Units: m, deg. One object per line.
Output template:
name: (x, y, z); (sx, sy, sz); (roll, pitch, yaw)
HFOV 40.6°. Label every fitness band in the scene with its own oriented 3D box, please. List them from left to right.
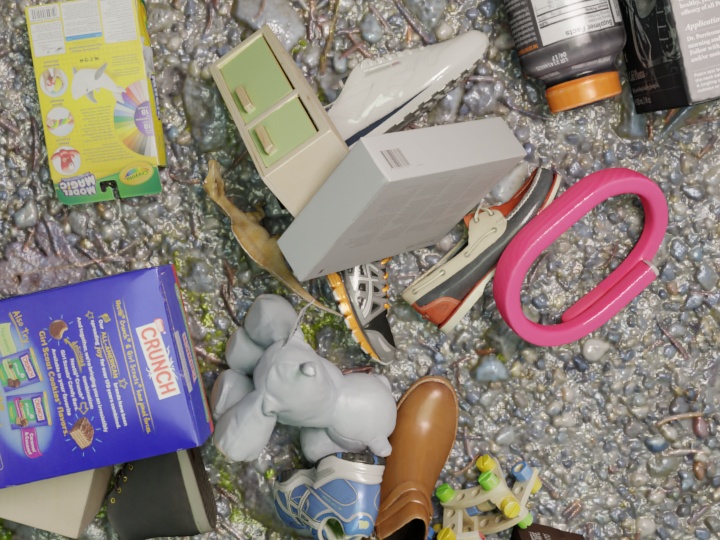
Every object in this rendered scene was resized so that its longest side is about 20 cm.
fitness band: (0.221, -0.011, 0.962); (0.200, 0.037, 0.144); (-41, 126, 1)

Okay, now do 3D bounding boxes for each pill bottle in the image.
pill bottle: (0.192, -0.256, 0.937); (0.105, 0.106, 0.201); (-15, 96, 4)

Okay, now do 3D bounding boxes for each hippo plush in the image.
hippo plush: (-0.042, 0.113, 0.984); (0.160, 0.160, 0.200); (23, 131, -27)

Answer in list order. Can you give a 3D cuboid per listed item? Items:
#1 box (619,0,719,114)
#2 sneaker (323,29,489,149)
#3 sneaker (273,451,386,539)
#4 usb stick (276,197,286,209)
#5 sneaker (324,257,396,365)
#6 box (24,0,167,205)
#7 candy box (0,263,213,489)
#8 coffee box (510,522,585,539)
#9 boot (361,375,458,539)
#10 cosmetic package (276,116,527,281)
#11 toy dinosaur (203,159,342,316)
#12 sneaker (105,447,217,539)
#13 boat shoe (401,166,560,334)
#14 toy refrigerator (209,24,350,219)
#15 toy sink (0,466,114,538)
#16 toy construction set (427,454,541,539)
box: (0.309, -0.254, 0.885); (0.123, 0.200, 0.198); (-12, 96, 4)
sneaker: (0.036, -0.187, 0.971); (0.199, 0.076, 0.081); (-34, 85, 4)
sneaker: (-0.039, 0.237, 0.966); (0.075, 0.200, 0.078); (10, 64, -19)
usb stick: (0.015, -0.098, 0.958); (0.199, 0.055, 0.033); (-17, 95, -17)
sneaker: (0.000, 0.000, 0.991); (0.077, 0.078, 0.201); (-22, 97, -6)
box: (-0.265, -0.172, 0.995); (0.116, 0.048, 0.202); (-6, 94, 3)
candy box: (-0.253, 0.095, 0.898); (0.198, 0.077, 0.170); (-12, 95, 4)
coffee box: (0.182, 0.379, 1.007); (0.079, 0.113, 0.202); (11, 96, 1)
boot: (0.048, 0.212, 0.971); (0.076, 0.155, 0.201); (27, 97, -1)
cosmetic package: (0.040, -0.067, 0.894); (0.052, 0.199, 0.151); (56, 132, 17)
toy dinosaur: (-0.094, -0.019, 0.975); (0.058, 0.101, 0.200); (-41, 88, 12)
sneaker: (-0.227, 0.192, 1.019); (0.105, 0.075, 0.201); (-14, 97, 1)
boat shoe: (0.123, -0.029, 0.987); (0.062, 0.071, 0.200); (38, 101, 0)
toy refrigerator: (-0.076, -0.146, 0.915); (0.076, 0.200, 0.070); (-34, 136, 6)
toy sink: (-0.312, 0.147, 1.001); (0.129, 0.112, 0.201); (15, 97, 0)
toy construction set: (0.114, 0.269, 0.967); (0.131, 0.200, 0.092); (-33, 95, 21)
